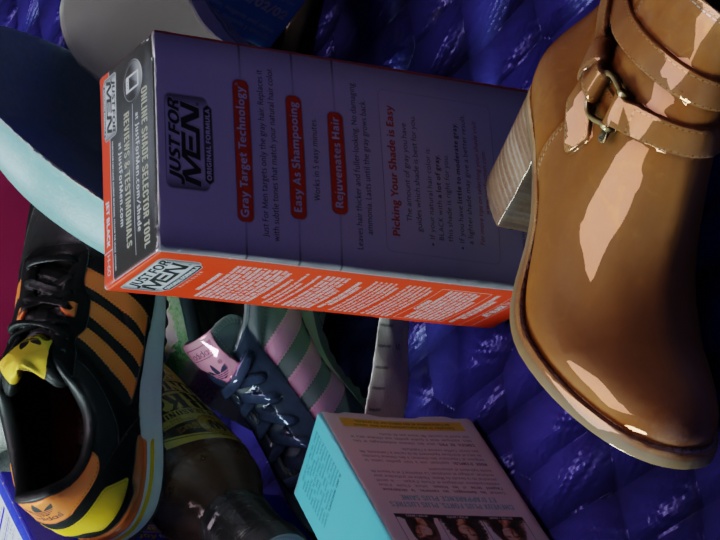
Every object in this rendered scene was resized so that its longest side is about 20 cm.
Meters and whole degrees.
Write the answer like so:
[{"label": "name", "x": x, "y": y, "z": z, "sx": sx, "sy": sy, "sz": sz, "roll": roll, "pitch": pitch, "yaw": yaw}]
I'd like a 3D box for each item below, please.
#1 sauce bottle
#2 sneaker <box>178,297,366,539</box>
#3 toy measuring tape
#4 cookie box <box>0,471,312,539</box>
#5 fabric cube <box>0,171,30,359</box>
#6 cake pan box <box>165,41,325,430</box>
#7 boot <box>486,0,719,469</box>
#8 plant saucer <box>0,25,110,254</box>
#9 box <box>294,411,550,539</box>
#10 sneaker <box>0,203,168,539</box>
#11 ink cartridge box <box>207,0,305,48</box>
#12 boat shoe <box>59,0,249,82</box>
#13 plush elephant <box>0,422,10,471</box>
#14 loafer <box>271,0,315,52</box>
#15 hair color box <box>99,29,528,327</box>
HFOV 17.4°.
[{"label": "sauce bottle", "x": -0.092, "y": 0.102, "z": 1.219, "sx": 0.200, "sy": 0.065, "sz": 0.065, "roll": 39, "pitch": 121, "yaw": 45}, {"label": "sneaker", "x": -0.051, "y": 0.058, "z": 1.196, "sx": 0.070, "sy": 0.082, "sz": 0.200, "roll": -34, "pitch": 74, "yaw": 36}, {"label": "toy measuring tape", "x": 0.000, "y": 0.000, "z": 1.155, "sx": 0.074, "sy": 0.073, "sz": 0.200, "roll": -4, "pitch": 78, "yaw": 65}, {"label": "cookie box", "x": -0.089, "y": 0.184, "z": 1.203, "sx": 0.200, "sy": 0.171, "sz": 0.075, "roll": 48, "pitch": 126, "yaw": 59}, {"label": "fabric cube", "x": -0.237, "y": -0.012, "z": 1.523, "sx": 0.196, "sy": 0.200, "sz": 0.200, "roll": -32, "pitch": 59, "yaw": 59}, {"label": "cake pan box", "x": -0.091, "y": -0.038, "z": 1.298, "sx": 0.184, "sy": 0.052, "sz": 0.200, "roll": 26, "pitch": 113, "yaw": 30}, {"label": "boot", "x": 0.117, "y": -0.036, "z": 0.926, "sx": 0.155, "sy": 0.074, "sz": 0.200, "roll": -60, "pitch": 37, "yaw": 35}, {"label": "plant saucer", "x": -0.118, "y": -0.045, "z": 1.122, "sx": 0.039, "sy": 0.201, "sz": 0.201, "roll": -54, "pitch": 34, "yaw": 14}, {"label": "box", "x": 0.043, "y": 0.138, "z": 1.035, "sx": 0.200, "sy": 0.082, "sz": 0.049, "roll": -122, "pitch": 43, "yaw": -53}, {"label": "sneaker", "x": -0.145, "y": 0.034, "z": 1.170, "sx": 0.070, "sy": 0.090, "sz": 0.201, "roll": -13, "pitch": 71, "yaw": 21}, {"label": "ink cartridge box", "x": -0.031, "y": -0.231, "z": 1.236, "sx": 0.200, "sy": 0.068, "sz": 0.115, "roll": -51, "pitch": 39, "yaw": 18}, {"label": "boat shoe", "x": -0.080, "y": -0.090, "z": 1.163, "sx": 0.070, "sy": 0.072, "sz": 0.201, "roll": -43, "pitch": 50, "yaw": -4}, {"label": "plush elephant", "x": -0.225, "y": 0.148, "z": 1.415, "sx": 0.165, "sy": 0.200, "sz": 0.155, "roll": 105, "pitch": 166, "yaw": -71}, {"label": "loafer", "x": -0.068, "y": -0.148, "z": 1.340, "sx": 0.076, "sy": 0.067, "sz": 0.200, "roll": -166, "pitch": 82, "yaw": -64}, {"label": "hair color box", "x": -0.012, "y": -0.037, "z": 1.043, "sx": 0.061, "sy": 0.200, "sz": 0.102, "roll": -29, "pitch": 58, "yaw": 55}]
